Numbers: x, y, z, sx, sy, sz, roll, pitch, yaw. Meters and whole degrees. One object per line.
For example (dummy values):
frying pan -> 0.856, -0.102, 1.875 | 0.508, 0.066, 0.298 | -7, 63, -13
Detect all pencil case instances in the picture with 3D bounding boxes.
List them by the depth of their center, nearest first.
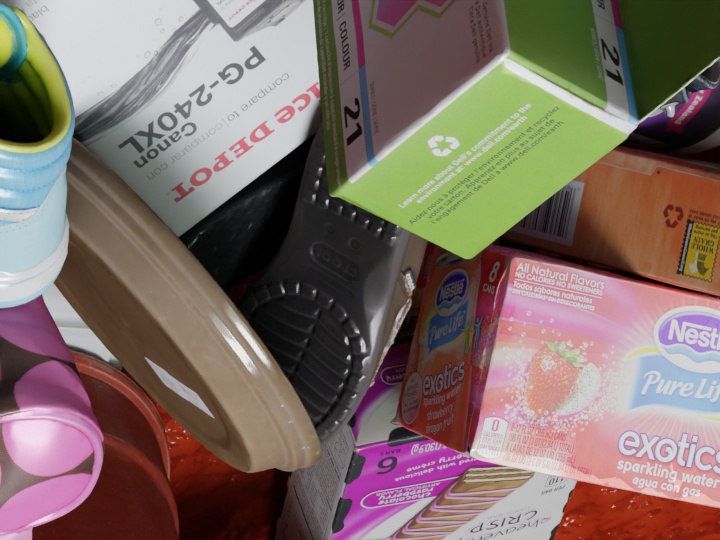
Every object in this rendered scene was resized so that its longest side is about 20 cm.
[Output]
pencil case -> -0.176, 0.022, 1.241 | 0.090, 0.201, 0.094 | -16, 142, -11

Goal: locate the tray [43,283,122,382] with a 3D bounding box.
tray -> -0.174, 0.084, 1.417 | 0.107, 0.022, 0.201 | 4, 125, -28

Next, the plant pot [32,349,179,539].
plant pot -> -0.153, 0.172, 1.350 | 0.200, 0.196, 0.202 | -14, 132, -16

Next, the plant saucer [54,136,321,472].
plant saucer -> -0.093, 0.016, 1.277 | 0.029, 0.200, 0.200 | -42, 136, -13

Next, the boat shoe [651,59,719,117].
boat shoe -> 0.117, -0.093, 1.196 | 0.068, 0.072, 0.200 | 38, 120, -9

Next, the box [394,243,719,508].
box -> 0.130, 0.052, 1.352 | 0.199, 0.103, 0.095 | 12, 93, -20

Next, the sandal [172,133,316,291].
sandal -> -0.019, -0.052, 1.351 | 0.199, 0.045, 0.075 | -29, 144, -27

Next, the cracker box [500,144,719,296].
cracker box -> 0.176, -0.020, 1.386 | 0.199, 0.134, 0.058 | 6, 98, -51

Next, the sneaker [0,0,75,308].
sneaker -> -0.195, -0.081, 1.162 | 0.199, 0.080, 0.131 | 28, 141, 4

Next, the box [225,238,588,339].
box -> 0.012, 0.000, 1.419 | 0.199, 0.050, 0.076 | -5, 131, -23

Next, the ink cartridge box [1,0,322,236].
ink cartridge box -> -0.085, -0.129, 1.238 | 0.145, 0.084, 0.200 | -37, 134, 5

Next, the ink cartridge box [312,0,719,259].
ink cartridge box -> 0.073, -0.123, 1.124 | 0.076, 0.148, 0.200 | 24, 133, -32

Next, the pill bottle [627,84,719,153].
pill bottle -> 0.126, -0.116, 1.335 | 0.199, 0.112, 0.112 | 14, 120, -35

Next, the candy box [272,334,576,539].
candy box -> 0.036, 0.107, 1.477 | 0.136, 0.061, 0.200 | -11, 148, -17

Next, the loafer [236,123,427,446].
loafer -> 0.000, 0.000, 1.317 | 0.071, 0.073, 0.200 | -37, 160, -49
